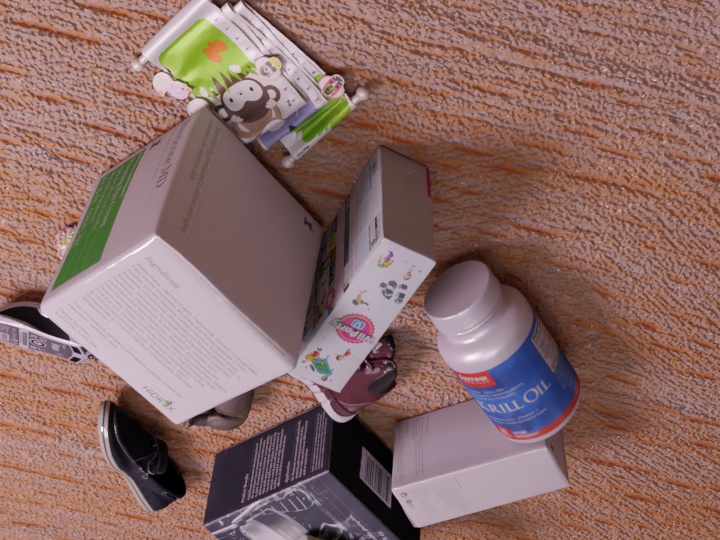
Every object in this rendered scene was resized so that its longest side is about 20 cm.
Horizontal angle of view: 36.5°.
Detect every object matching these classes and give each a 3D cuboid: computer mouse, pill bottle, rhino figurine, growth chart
[{"bbox_3d":[-0.330,0.073,1.249,0.198,0.044,0.110,20,154,-10],"label":"computer mouse"},{"bbox_3d":[0.152,0.087,1.192,0.111,0.113,0.200,-25,123,22],"label":"pill bottle"},{"bbox_3d":[-0.153,0.114,1.265,0.086,0.060,0.202,1,131,-24],"label":"rhino figurine"},{"bbox_3d":[-0.109,-0.182,1.053,0.199,0.018,0.145,33,124,-20],"label":"growth chart"}]

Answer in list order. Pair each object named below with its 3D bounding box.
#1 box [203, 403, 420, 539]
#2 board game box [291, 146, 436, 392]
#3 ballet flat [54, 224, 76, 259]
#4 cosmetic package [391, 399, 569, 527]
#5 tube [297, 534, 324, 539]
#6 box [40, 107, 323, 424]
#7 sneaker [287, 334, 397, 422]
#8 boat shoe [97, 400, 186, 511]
[{"bbox_3d":[-0.056,0.293,1.367,0.195,0.125,0.200,-26,123,25],"label":"box"},{"bbox_3d":[0.000,0.000,1.109,0.064,0.149,0.201,22,128,-17],"label":"board game box"},{"bbox_3d":[-0.248,0.022,1.196,0.199,0.064,0.076,32,125,-20],"label":"ballet flat"},{"bbox_3d":[0.141,0.218,1.300,0.198,0.114,0.082,-17,126,19],"label":"cosmetic package"},{"bbox_3d":[0.013,0.368,1.316,0.198,0.053,0.058,22,169,-21],"label":"tube"},{"bbox_3d":[-0.167,-0.002,1.078,0.170,0.200,0.200,-26,124,29],"label":"box"},{"bbox_3d":[-0.024,0.086,1.237,0.114,0.076,0.200,-26,134,16],"label":"sneaker"},{"bbox_3d":[-0.273,0.229,1.362,0.061,0.075,0.201,-13,132,8],"label":"boat shoe"}]
